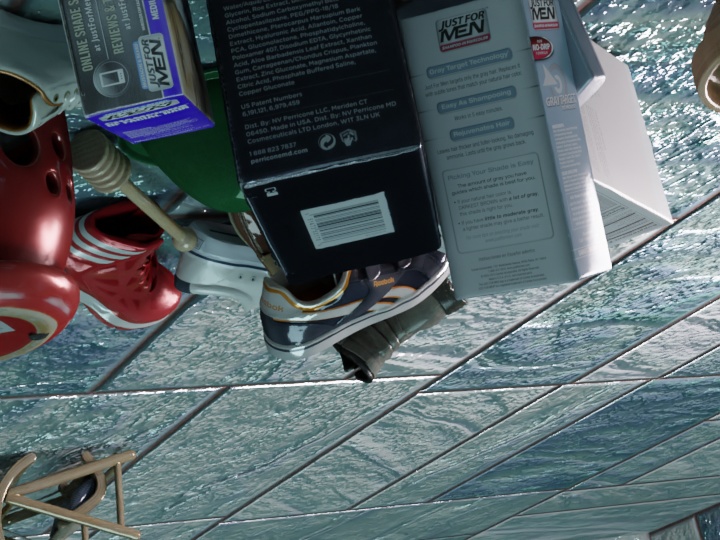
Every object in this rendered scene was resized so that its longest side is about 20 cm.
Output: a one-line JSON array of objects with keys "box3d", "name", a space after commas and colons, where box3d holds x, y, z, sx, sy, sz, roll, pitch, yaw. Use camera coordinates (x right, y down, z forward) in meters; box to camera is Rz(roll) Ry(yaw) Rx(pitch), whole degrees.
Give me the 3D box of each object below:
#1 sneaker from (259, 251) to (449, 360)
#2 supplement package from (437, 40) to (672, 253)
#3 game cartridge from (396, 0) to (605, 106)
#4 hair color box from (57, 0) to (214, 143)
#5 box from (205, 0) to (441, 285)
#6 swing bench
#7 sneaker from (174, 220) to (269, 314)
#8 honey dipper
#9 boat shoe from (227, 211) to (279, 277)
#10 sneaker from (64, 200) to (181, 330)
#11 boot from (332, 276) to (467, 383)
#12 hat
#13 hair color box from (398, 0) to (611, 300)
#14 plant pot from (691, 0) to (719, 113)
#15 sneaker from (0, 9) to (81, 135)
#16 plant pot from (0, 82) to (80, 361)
[{"box3d": [0.000, 0.000, 1.475, 0.200, 0.078, 0.079, -31, 133, -27], "name": "sneaker"}, {"box3d": [0.130, -0.099, 1.364, 0.151, 0.152, 0.200, -22, 159, 26], "name": "supplement package"}, {"box3d": [0.076, -0.142, 1.236, 0.200, 0.133, 0.042, -25, 179, 33], "name": "game cartridge"}, {"box3d": [-0.137, -0.143, 1.048, 0.065, 0.109, 0.200, -12, 180, 2], "name": "hair color box"}, {"box3d": [-0.026, -0.122, 1.123, 0.117, 0.200, 0.197, -13, 162, 2], "name": "box"}, {"box3d": [-0.418, 0.326, 2.270, 0.200, 0.130, 0.199, 2, 157, -24], "name": "swing bench"}, {"box3d": [-0.093, 0.004, 1.613, 0.200, 0.073, 0.071, 14, 111, -36], "name": "sneaker"}, {"box3d": [-0.185, -0.058, 1.419, 0.038, 0.038, 0.200, -17, 153, 12], "name": "honey dipper"}, {"box3d": [-0.052, -0.013, 1.527, 0.076, 0.072, 0.200, -37, 132, 1], "name": "boat shoe"}, {"box3d": [-0.200, -0.004, 1.540, 0.115, 0.078, 0.200, -21, 161, 27], "name": "sneaker"}, {"box3d": [0.018, 0.031, 1.630, 0.131, 0.068, 0.200, -39, -163, 1], "name": "boot"}, {"box3d": [-0.092, -0.049, 1.322, 0.166, 0.176, 0.200, -5, 160, -21], "name": "hat"}, {"box3d": [0.100, -0.087, 1.174, 0.099, 0.200, 0.061, -10, -176, 34], "name": "hair color box"}, {"box3d": [0.345, -0.202, 1.302, 0.201, 0.093, 0.201, -11, 160, -4], "name": "plant pot"}, {"box3d": [-0.218, -0.125, 1.175, 0.200, 0.085, 0.073, 6, 152, -46], "name": "sneaker"}, {"box3d": [-0.303, -0.030, 1.245, 0.200, 0.183, 0.200, -12, 163, -4], "name": "plant pot"}]
